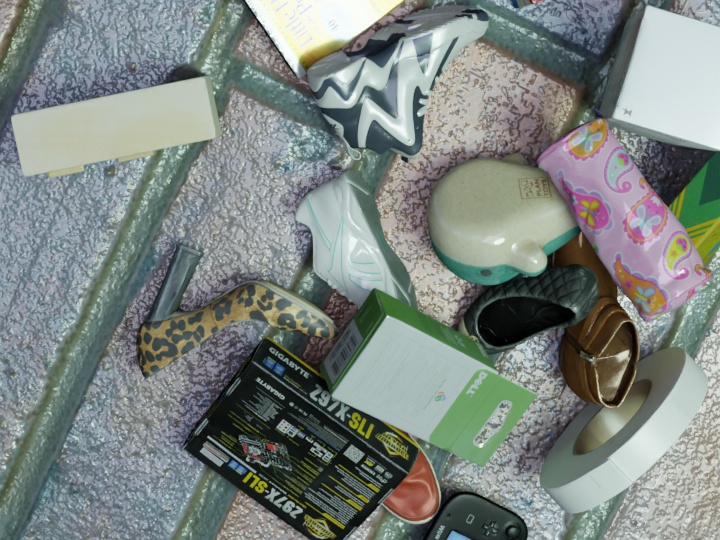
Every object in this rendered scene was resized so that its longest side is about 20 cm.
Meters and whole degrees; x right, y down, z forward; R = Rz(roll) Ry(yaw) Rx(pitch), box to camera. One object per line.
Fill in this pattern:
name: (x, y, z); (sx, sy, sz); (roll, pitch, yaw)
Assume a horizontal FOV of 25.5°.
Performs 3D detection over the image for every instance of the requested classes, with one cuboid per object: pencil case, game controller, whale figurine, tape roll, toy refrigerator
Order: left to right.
toy refrigerator: (-0.245, -0.144, 1.614); (0.198, 0.076, 0.071); (-11, 97, -1)
game controller: (0.095, 0.333, 1.691); (0.104, 0.042, 0.201); (26, 96, -24)
whale figurine: (0.168, -0.047, 1.615); (0.198, 0.160, 0.104); (-8, 138, 0)
tape roll: (0.263, 0.160, 1.600); (0.203, 0.203, 0.037); (-44, 97, 4)
pencil case: (0.252, -0.051, 1.524); (0.087, 0.087, 0.201); (-34, 79, 3)

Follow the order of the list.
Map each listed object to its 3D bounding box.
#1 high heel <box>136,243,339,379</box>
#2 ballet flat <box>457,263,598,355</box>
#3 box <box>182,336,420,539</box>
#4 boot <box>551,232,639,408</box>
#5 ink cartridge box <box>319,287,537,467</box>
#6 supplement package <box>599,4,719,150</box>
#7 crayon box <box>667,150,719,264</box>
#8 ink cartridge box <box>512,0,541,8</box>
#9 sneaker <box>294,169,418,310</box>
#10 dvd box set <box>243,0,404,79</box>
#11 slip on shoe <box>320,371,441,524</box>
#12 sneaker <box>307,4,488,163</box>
high heel: (-0.130, 0.074, 1.641); (0.198, 0.071, 0.144); (23, 90, 12)
ballet flat: (0.160, 0.044, 1.606); (0.067, 0.199, 0.057); (50, 49, -9)
box: (-0.062, 0.183, 1.637); (0.199, 0.049, 0.160); (36, 128, -5)
boot: (0.244, 0.035, 1.606); (0.073, 0.155, 0.203); (-2, 98, -6)
ink cartridge box: (0.069, 0.111, 1.613); (0.199, 0.059, 0.104); (27, 107, -26)
supplement package: (0.304, -0.184, 1.553); (0.108, 0.200, 0.115); (17, 97, 3)
crayon box: (0.345, -0.056, 1.587); (0.051, 0.127, 0.201); (46, 122, 15)
ink cartridge box: (0.170, -0.322, 1.538); (0.067, 0.200, 0.117); (-21, 98, 2)
sneaker: (0.000, 0.000, 1.649); (0.080, 0.070, 0.202); (-23, 95, 18)
dvd box set: (-0.025, -0.310, 1.598); (0.199, 0.029, 0.147); (-36, 111, -1)
slip on shoe: (0.020, 0.182, 1.668); (0.074, 0.061, 0.201); (-30, 98, 1)
sneaker: (0.053, -0.181, 1.621); (0.198, 0.079, 0.131); (-29, 118, -19)
